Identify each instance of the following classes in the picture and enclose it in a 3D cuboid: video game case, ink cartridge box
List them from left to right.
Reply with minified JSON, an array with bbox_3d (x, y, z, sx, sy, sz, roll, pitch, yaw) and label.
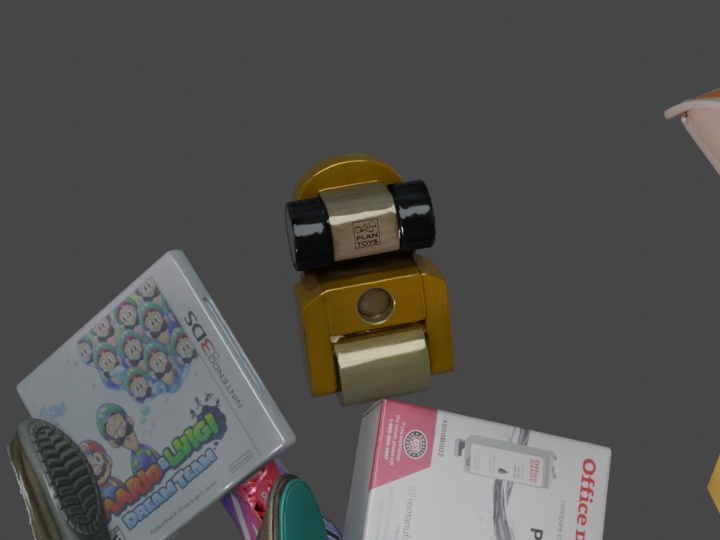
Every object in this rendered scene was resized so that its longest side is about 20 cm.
[{"bbox_3d":[-0.169,0.114,1.319,0.200,0.024,0.183,-39,76,25],"label":"video game case"},{"bbox_3d":[0.093,0.197,1.320,0.198,0.083,0.148,12,71,-11],"label":"ink cartridge box"}]

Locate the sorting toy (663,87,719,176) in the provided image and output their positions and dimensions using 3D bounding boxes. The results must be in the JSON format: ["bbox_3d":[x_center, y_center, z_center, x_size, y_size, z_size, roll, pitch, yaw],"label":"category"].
[{"bbox_3d":[0.408,-0.114,1.465,0.179,0.107,0.201,-26,75,-31],"label":"sorting toy"}]

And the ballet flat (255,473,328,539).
[{"bbox_3d":[-0.054,0.258,1.292,0.068,0.067,0.202,-23,100,-53],"label":"ballet flat"}]

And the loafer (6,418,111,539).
[{"bbox_3d":[-0.240,0.216,1.305,0.069,0.075,0.201,-26,82,18],"label":"loafer"}]

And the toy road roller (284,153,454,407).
[{"bbox_3d":[0.000,0.000,1.391,0.122,0.146,0.201,-10,111,-7],"label":"toy road roller"}]

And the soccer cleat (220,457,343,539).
[{"bbox_3d":[-0.078,0.185,1.335,0.068,0.073,0.200,-37,79,-15],"label":"soccer cleat"}]

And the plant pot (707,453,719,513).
[{"bbox_3d":[0.393,0.174,1.318,0.200,0.200,0.176,-40,68,-14],"label":"plant pot"}]
